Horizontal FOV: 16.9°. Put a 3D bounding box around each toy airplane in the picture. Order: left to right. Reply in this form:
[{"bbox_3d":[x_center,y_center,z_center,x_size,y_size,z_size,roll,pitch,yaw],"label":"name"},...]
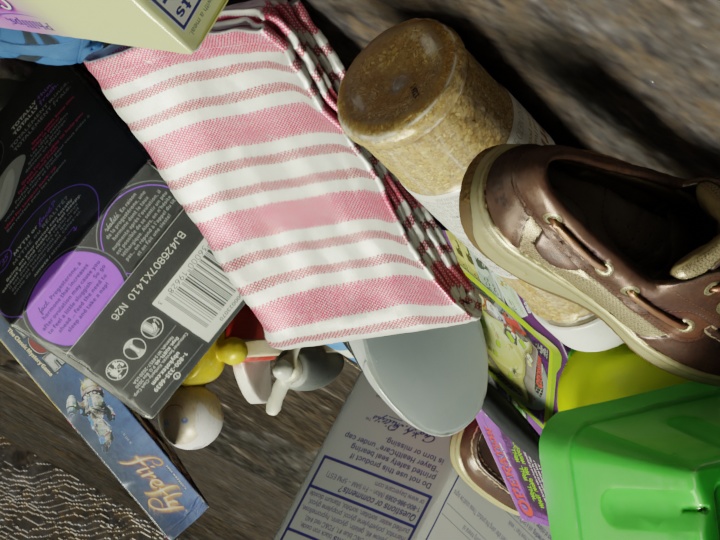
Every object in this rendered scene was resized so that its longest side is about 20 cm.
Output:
[{"bbox_3d":[-0.108,0.059,1.672,0.199,0.141,0.200,13,157,-19],"label":"toy airplane"}]

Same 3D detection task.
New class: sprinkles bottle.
[{"bbox_3d":[0.069,-0.036,1.140,0.068,0.068,0.200,15,160,45],"label":"sprinkles bottle"}]

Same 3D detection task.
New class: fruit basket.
[{"bbox_3d":[0.168,0.107,1.174,0.215,0.156,0.216,-8,-176,1],"label":"fruit basket"}]

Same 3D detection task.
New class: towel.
[{"bbox_3d":[-0.041,-0.041,1.220,0.146,0.030,0.200,-10,120,44],"label":"towel"}]

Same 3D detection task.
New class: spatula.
[{"bbox_3d":[0.120,0.110,1.289,0.200,0.021,0.057,37,164,37],"label":"spatula"}]

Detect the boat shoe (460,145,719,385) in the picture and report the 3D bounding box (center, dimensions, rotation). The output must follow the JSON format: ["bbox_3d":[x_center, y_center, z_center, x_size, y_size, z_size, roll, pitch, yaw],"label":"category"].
[{"bbox_3d":[0.142,-0.005,1.069,0.200,0.072,0.072,27,157,-23],"label":"boat shoe"}]

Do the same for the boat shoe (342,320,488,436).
[{"bbox_3d":[-0.002,0.001,1.318,0.199,0.074,0.068,54,163,-12],"label":"boat shoe"}]

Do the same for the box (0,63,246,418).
[{"bbox_3d":[-0.149,-0.025,1.379,0.106,0.122,0.200,38,-175,-32],"label":"box"}]

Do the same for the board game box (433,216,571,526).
[{"bbox_3d":[0.094,0.057,1.331,0.120,0.032,0.200,3,123,53],"label":"board game box"}]

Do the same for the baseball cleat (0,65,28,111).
[{"bbox_3d":[-0.205,-0.055,1.543,0.070,0.107,0.200,-18,160,10],"label":"baseball cleat"}]

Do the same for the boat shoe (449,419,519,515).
[{"bbox_3d":[0.151,0.134,1.507,0.200,0.072,0.072,28,167,-22],"label":"boat shoe"}]

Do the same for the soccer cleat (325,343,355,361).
[{"bbox_3d":[0.016,0.031,1.477,0.200,0.070,0.086,23,168,26],"label":"soccer cleat"}]

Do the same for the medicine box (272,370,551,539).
[{"bbox_3d":[0.053,0.160,1.591,0.103,0.200,0.182,18,163,36],"label":"medicine box"}]

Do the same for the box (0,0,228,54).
[{"bbox_3d":[-0.159,-0.189,0.991,0.176,0.097,0.200,12,158,48],"label":"box"}]

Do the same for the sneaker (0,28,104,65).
[{"bbox_3d":[-0.149,-0.141,1.228,0.078,0.066,0.200,22,170,-24],"label":"sneaker"}]

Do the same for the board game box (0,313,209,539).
[{"bbox_3d":[-0.179,0.070,1.540,0.200,0.035,0.135,53,176,-19],"label":"board game box"}]
